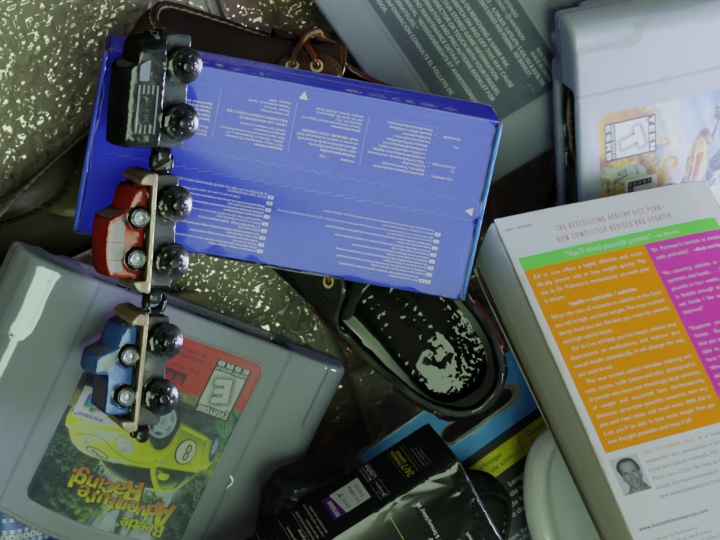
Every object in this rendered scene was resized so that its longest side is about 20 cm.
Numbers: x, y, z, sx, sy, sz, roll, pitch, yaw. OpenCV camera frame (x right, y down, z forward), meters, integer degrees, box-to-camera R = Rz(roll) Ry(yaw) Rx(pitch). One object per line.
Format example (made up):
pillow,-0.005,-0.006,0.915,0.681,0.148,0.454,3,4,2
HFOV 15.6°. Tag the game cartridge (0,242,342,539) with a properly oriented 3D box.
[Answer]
game cartridge,-0.116,0.077,1.338,0.199,0.041,0.134,21,103,-32

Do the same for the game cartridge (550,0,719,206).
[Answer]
game cartridge,0.169,-0.055,1.410,0.132,0.042,0.201,-12,115,-14

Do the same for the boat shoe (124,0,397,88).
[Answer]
boat shoe,-0.024,-0.091,1.360,0.199,0.071,0.070,26,126,-19

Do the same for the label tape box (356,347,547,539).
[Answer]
label tape box,0.090,0.130,1.500,0.144,0.063,0.201,-34,115,-8

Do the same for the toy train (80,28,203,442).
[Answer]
toy train,-0.107,-0.016,1.263,0.046,0.034,0.201,0,101,-26

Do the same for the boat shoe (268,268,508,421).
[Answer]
boat shoe,0.002,-0.002,1.393,0.074,0.063,0.201,-44,94,-4

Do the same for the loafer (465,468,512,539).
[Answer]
loafer,0.038,0.207,1.428,0.068,0.070,0.201,18,98,-34

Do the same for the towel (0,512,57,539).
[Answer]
towel,-0.125,0.136,1.397,0.144,0.024,0.201,-8,110,-25

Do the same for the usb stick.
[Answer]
usb stick,-0.040,0.192,1.386,0.055,0.033,0.201,-13,122,-39

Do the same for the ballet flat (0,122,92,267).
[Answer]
ballet flat,-0.146,-0.034,1.345,0.200,0.046,0.068,-34,93,-18

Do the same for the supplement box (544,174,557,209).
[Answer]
supplement box,0.183,-0.087,1.463,0.108,0.061,0.201,12,103,-25

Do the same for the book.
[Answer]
book,0.157,0.054,1.323,0.133,0.201,0.048,-13,152,-20

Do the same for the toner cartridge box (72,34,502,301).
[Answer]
toner cartridge box,-0.037,-0.051,1.309,0.199,0.043,0.096,11,105,-7

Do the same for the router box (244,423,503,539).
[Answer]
router box,0.023,0.200,1.350,0.149,0.051,0.201,-32,117,-5

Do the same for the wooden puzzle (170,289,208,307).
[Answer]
wooden puzzle,-0.176,0.105,1.404,0.199,0.046,0.186,-8,111,-23

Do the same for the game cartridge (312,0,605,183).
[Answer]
game cartridge,0.053,-0.146,1.385,0.133,0.041,0.200,-28,117,15

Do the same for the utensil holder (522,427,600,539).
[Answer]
utensil holder,0.215,0.118,1.423,0.199,0.170,0.171,-27,116,-26
